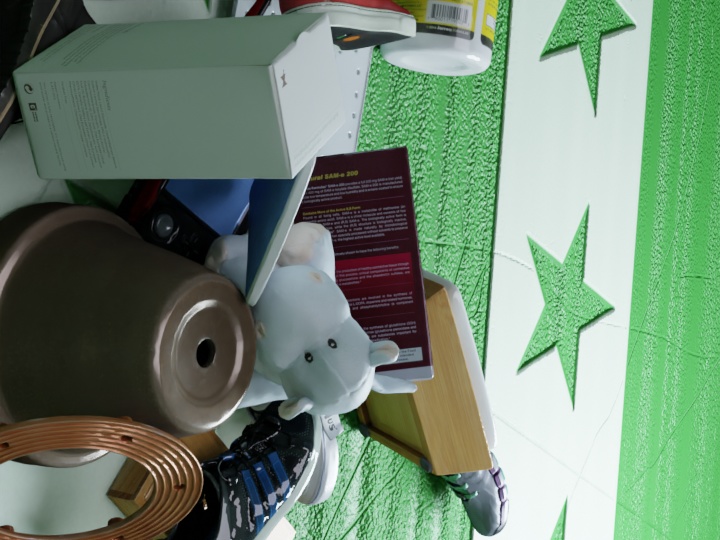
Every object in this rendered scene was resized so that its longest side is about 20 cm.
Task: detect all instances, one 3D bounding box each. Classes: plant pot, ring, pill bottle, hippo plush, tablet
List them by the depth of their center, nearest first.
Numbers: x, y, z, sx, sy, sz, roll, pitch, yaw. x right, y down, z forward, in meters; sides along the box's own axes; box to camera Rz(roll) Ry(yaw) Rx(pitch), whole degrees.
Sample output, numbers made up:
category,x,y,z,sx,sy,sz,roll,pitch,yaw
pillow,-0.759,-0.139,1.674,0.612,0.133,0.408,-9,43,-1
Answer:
category,x,y,z,sx,sy,sz,roll,pitch,yaw
ring,-0.212,0.154,1.070,0.200,0.199,0.019,40,29,-48
plant pot,-0.176,0.055,1.104,0.199,0.173,0.203,-10,103,-52
tablet,-0.059,-0.072,1.134,0.200,0.014,0.131,-97,-152,-62
hippo plush,-0.057,0.069,1.174,0.158,0.161,0.201,-30,103,-1
pill bottle,0.085,-0.301,1.477,0.112,0.112,0.202,13,83,-54

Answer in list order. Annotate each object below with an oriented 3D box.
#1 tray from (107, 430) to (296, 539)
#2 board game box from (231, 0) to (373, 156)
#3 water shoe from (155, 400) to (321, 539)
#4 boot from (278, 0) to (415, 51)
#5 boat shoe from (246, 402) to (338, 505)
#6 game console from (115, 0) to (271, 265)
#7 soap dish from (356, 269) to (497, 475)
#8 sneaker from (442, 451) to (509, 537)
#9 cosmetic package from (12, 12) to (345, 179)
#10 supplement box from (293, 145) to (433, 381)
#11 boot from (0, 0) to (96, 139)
category,x,y,z,sx,sy,sz,roll,pitch,yaw
tray,-0.132,0.211,1.298,0.099,0.037,0.201,-61,138,-30
board game box,-0.065,-0.165,1.358,0.199,0.026,0.202,18,79,-54
water shoe,-0.098,0.176,1.243,0.079,0.071,0.201,53,56,-44
boot,-0.016,-0.274,1.341,0.200,0.072,0.146,-3,81,-63
boat shoe,-0.074,0.119,1.349,0.065,0.073,0.202,-18,98,-47
game console,-0.098,-0.100,1.203,0.172,0.118,0.201,41,71,-41
soap dish,0.044,0.091,1.435,0.081,0.157,0.202,-29,118,-24
sneaker,0.094,0.200,1.594,0.087,0.074,0.202,-24,104,-35
cosmetic package,-0.122,-0.120,1.031,0.108,0.198,0.086,-50,138,-55
supplement box,0.000,0.000,1.310,0.061,0.108,0.202,76,8,-86
boot,-0.233,-0.118,1.096,0.139,0.077,0.201,52,54,-49
